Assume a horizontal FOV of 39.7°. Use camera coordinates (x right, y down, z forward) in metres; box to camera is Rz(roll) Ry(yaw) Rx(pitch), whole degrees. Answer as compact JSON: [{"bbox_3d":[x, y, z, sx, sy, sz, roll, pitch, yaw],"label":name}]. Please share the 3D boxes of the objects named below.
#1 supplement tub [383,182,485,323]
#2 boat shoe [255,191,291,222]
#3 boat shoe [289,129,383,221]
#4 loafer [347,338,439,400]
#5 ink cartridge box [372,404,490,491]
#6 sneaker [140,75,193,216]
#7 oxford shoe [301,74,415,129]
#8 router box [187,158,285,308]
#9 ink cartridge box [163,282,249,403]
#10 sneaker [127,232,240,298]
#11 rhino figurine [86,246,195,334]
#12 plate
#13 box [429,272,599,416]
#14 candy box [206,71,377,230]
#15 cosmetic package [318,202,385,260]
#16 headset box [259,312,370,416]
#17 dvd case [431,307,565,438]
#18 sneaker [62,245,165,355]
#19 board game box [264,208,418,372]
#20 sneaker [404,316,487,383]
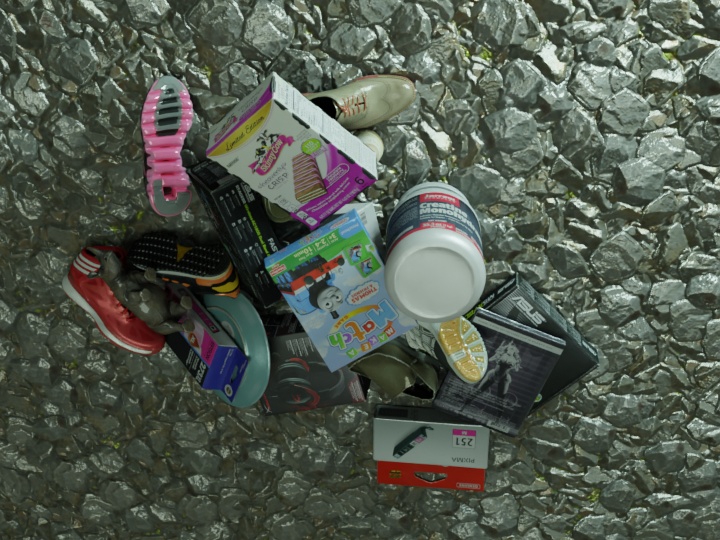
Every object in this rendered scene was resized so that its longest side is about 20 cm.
[{"bbox_3d":[0.105,-0.030,1.420,0.138,0.201,0.142,1,118,2],"label":"supplement tub"},{"bbox_3d":[-0.130,-0.174,1.449,0.074,0.068,0.203,-1,100,-27],"label":"boat shoe"},{"bbox_3d":[-0.052,-0.131,1.469,0.199,0.065,0.072,-32,110,23],"label":"boat shoe"},{"bbox_3d":[0.057,0.158,1.567,0.199,0.070,0.075,18,138,-37],"label":"loafer"},{"bbox_3d":[0.120,0.318,1.712,0.197,0.044,0.175,3,118,7],"label":"ink cartridge box"},{"bbox_3d":[-0.294,-0.185,1.471,0.078,0.095,0.203,0,100,-24],"label":"sneaker"},{"bbox_3d":[-0.015,-0.225,1.388,0.198,0.075,0.071,-16,106,-4],"label":"oxford shoe"},{"bbox_3d":[-0.174,-0.060,1.475,0.062,0.150,0.202,-29,116,-13],"label":"router box"},{"bbox_3d":[-0.257,0.115,1.591,0.200,0.037,0.095,43,126,26],"label":"ink cartridge box"},{"bbox_3d":[-0.276,0.003,1.559,0.198,0.070,0.090,11,145,28],"label":"sneaker"},{"bbox_3d":[-0.344,0.030,1.529,0.200,0.060,0.087,43,145,-26],"label":"rhino figurine"},{"bbox_3d":[-0.217,0.123,1.593,0.199,0.025,0.203,14,110,43],"label":"plate"},{"bbox_3d":[0.244,0.131,1.586,0.200,0.048,0.193,43,119,-16],"label":"box"},{"bbox_3d":[-0.091,-0.156,1.352,0.136,0.061,0.199,-35,127,29],"label":"candy box"},{"bbox_3d":[0.000,0.000,1.514,0.082,0.051,0.202,-1,112,35],"label":"cosmetic package"},{"bbox_3d":[-0.078,0.145,1.623,0.198,0.075,0.150,-9,116,13],"label":"headset box"},{"bbox_3d":[0.215,0.164,1.574,0.147,0.016,0.201,21,121,-2],"label":"dvd case"},{"bbox_3d":[-0.382,0.041,1.586,0.199,0.078,0.116,36,129,-1],"label":"sneaker"},{"bbox_3d":[-0.026,0.032,1.443,0.150,0.037,0.201,-29,117,5],"label":"board game box"},{"bbox_3d":[0.119,0.102,1.537,0.201,0.075,0.088,55,138,26],"label":"sneaker"}]
